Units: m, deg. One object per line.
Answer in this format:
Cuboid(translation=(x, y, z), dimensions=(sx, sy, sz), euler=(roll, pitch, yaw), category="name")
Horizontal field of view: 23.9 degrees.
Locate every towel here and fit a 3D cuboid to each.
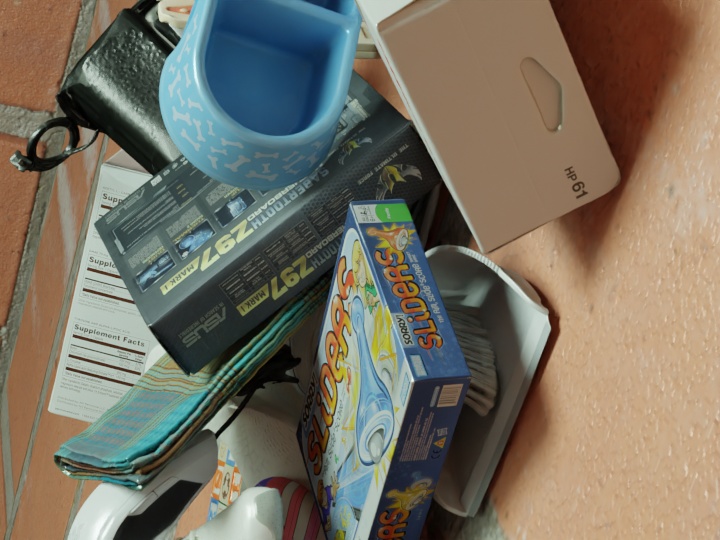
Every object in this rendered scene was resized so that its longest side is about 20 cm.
Cuboid(translation=(-0.097, 0.057, 1.060), dimensions=(0.200, 0.022, 0.146), euler=(-46, 17, -23), category="towel")

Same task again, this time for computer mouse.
Cuboid(translation=(-0.122, 0.122, 1.048), dimensions=(0.109, 0.044, 0.200), euler=(-14, 33, 56), category="computer mouse")

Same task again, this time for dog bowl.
Cuboid(translation=(-0.049, -0.148, 0.997), dimensions=(0.050, 0.110, 0.202), euler=(143, 141, -66), category="dog bowl")

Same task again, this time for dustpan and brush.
Cuboid(translation=(0.039, 0.029, 0.992), dimensions=(0.201, 0.057, 0.141), euler=(-110, 35, -59), category="dustpan and brush")

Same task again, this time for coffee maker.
Cuboid(translation=(-0.112, -0.082, 1.235), dimensions=(0.200, 0.134, 0.193), euler=(45, 108, 18), category="coffee maker")

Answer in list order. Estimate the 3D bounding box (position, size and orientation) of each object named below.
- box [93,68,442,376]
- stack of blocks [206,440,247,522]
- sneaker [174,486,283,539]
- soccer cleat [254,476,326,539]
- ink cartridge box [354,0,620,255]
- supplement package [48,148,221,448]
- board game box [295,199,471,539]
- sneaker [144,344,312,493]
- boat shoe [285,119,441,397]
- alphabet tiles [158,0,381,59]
Cuboid(translation=(-0.062, -0.043, 1.065), dimensions=(0.199, 0.051, 0.158), euler=(-39, 32, -2), category="box")
Cuboid(translation=(-0.073, 0.190, 1.250), dimensions=(0.115, 0.058, 0.203), euler=(176, 105, -72), category="stack of blocks")
Cuboid(translation=(-0.103, 0.195, 1.030), dimensions=(0.201, 0.079, 0.071), euler=(124, 154, -42), category="sneaker")
Cuboid(translation=(-0.039, 0.201, 1.044), dimensions=(0.201, 0.076, 0.067), euler=(59, 135, 43), category="soccer cleat")
Cuboid(translation=(0.051, -0.124, 0.899), dimensions=(0.145, 0.084, 0.200), euler=(61, -177, -30), category="ink cartridge box")
Cuboid(translation=(-0.151, 0.015, 1.393), dimensions=(0.191, 0.145, 0.202), euler=(-90, 14, -81), category="supplement package")
Cuboid(translation=(0.008, 0.079, 0.972), dimensions=(0.136, 0.034, 0.201), euler=(-110, 24, -43), category="board game box")
Cuboid(translation=(-0.054, 0.105, 1.167), dimensions=(0.200, 0.088, 0.076), euler=(40, 122, 26), category="sneaker")
Cuboid(translation=(0.000, 0.000, 1.110), dimensions=(0.067, 0.073, 0.202), euler=(-122, 47, -69), category="boat shoe")
Cuboid(translation=(-0.044, -0.190, 1.171), dimensions=(0.201, 0.193, 0.015), euler=(-109, 23, -59), category="alphabet tiles")
